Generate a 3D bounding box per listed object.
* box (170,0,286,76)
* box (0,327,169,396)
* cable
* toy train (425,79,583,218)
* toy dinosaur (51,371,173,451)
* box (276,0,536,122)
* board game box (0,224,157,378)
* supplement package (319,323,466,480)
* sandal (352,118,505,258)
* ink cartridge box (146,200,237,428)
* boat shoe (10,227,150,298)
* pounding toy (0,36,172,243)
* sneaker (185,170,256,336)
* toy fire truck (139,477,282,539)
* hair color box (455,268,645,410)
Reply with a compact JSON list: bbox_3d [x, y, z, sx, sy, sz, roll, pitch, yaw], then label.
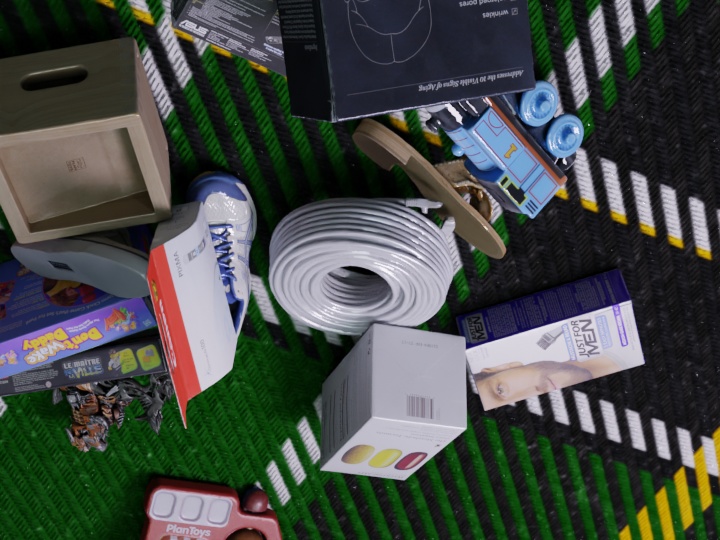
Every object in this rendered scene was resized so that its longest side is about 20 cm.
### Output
[{"bbox_3d":[-0.057,-0.263,1.381,0.199,0.050,0.158,20,123,-24],"label":"box"},{"bbox_3d":[-0.275,0.093,1.548,0.199,0.110,0.035,-9,95,18],"label":"box"},{"bbox_3d":[0.000,0.000,1.565,0.198,0.070,0.201,4,145,3],"label":"cable"},{"bbox_3d":[0.140,-0.148,1.466,0.114,0.087,0.200,-50,125,-4],"label":"toy train"},{"bbox_3d":[-0.281,0.125,1.647,0.135,0.103,0.201,12,140,0],"label":"toy dinosaur"},{"bbox_3d":[0.035,-0.243,1.288,0.199,0.124,0.198,-11,101,-20],"label":"box"},{"bbox_3d":[-0.312,0.029,1.529,0.199,0.135,0.045,-18,130,7],"label":"board game box"},{"bbox_3d":[0.034,0.153,1.656,0.113,0.110,0.200,9,154,-15],"label":"supplement package"},{"bbox_3d":[0.091,-0.104,1.529,0.211,0.078,0.070,39,74,-17],"label":"sandal"},{"bbox_3d":[-0.163,0.038,1.426,0.047,0.200,0.161,-11,110,1],"label":"ink cartridge box"},{"bbox_3d":[-0.267,-0.025,1.477,0.199,0.070,0.071,8,147,41],"label":"boat shoe"},{"bbox_3d":[-0.298,-0.143,1.406,0.198,0.143,0.185,-9,143,0],"label":"pounding toy"},{"bbox_3d":[-0.144,-0.009,1.555,0.075,0.088,0.201,-5,129,-2],"label":"sneaker"},{"bbox_3d":[-0.185,0.348,1.844,0.199,0.112,0.169,10,109,-18],"label":"toy fire truck"},{"bbox_3d":[0.221,0.082,1.705,0.199,0.065,0.110,-16,131,7],"label":"hair color box"}]
